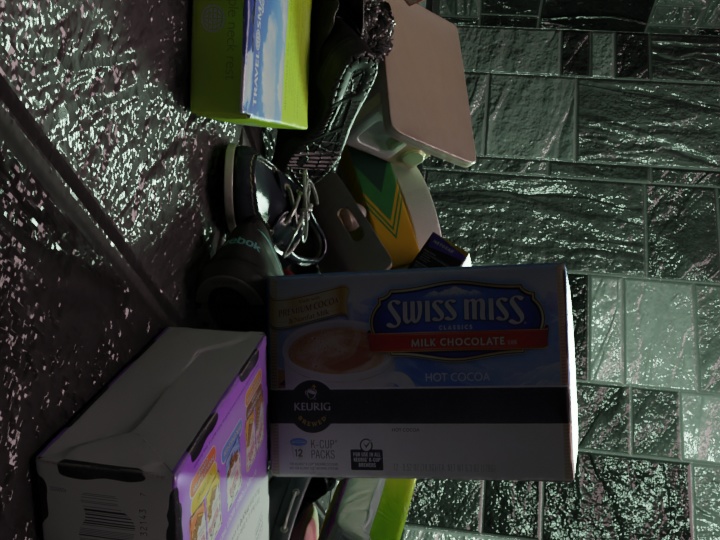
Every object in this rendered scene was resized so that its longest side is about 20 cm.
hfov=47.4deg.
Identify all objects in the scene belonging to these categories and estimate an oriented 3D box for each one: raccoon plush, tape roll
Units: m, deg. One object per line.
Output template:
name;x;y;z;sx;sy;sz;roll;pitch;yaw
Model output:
raccoon plush;-0.025;-0.227;0.812;0.134;0.095;0.204;22;73;-74
tape roll;0.054;-0.052;1.075;0.203;0.036;0.206;165;-89;-76

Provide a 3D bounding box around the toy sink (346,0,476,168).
toy sink;0.042;-0.198;0.949;0.112;0.129;0.203;-33;-127;44

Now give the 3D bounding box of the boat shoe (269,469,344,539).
boat shoe;-0.047;0.196;0.757;0.200;0.061;0.074;-41;142;-53

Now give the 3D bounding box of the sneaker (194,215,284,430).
sneaker;-0.073;0.048;0.632;0.202;0.074;0.080;88;8;-45

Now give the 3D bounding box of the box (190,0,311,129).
box;-0.075;-0.167;0.588;0.200;0.047;0.124;-43;136;-79

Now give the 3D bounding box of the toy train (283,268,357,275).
toy train;-0.001;0.069;0.715;0.085;0.196;0.118;56;40;-60

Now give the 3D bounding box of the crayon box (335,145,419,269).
crayon box;0.022;-0.048;1.024;0.127;0.050;0.203;119;-44;-70

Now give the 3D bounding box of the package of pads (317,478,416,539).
package of pads;0.009;0.227;0.817;0.201;0.067;0.156;-64;175;-51

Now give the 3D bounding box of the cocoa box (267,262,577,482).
cocoa box;0.048;0.066;0.569;0.133;0.196;0.134;11;77;-75

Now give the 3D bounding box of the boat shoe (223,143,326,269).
boat shoe;-0.067;-0.045;0.671;0.200;0.061;0.076;75;21;-69

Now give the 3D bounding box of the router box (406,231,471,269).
router box;0.072;0.070;0.951;0.158;0.052;0.200;-55;157;-12

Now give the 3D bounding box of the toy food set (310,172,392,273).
toy food set;0.000;0.000;0.959;0.144;0.060;0.201;58;-13;31

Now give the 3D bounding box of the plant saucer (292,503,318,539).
plant saucer;-0.079;0.315;0.837;0.200;0.050;0.205;5;90;-83

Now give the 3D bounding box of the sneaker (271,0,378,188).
sneaker;-0.044;-0.171;0.728;0.105;0.059;0.201;57;-47;26

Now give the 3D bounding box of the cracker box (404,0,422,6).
cracker box;0.022;-0.370;0.763;0.199;0.057;0.136;37;57;-39

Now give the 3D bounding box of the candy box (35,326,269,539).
candy box;-0.104;0.157;0.465;0.168;0.070;0.204;-64;157;-72
